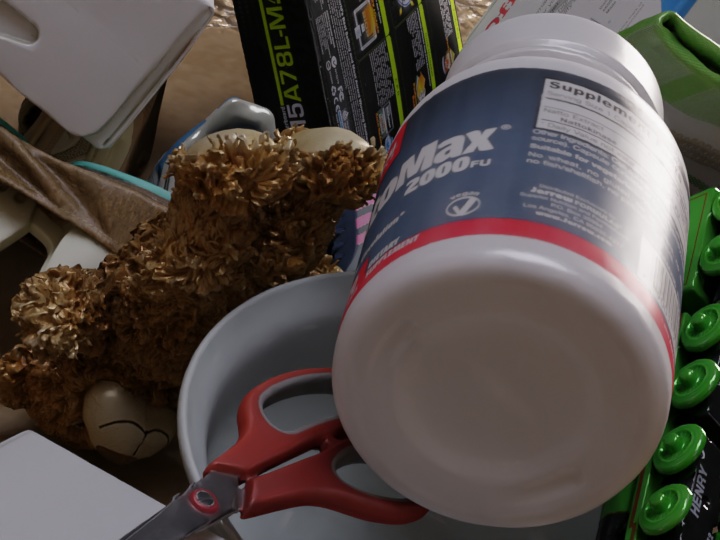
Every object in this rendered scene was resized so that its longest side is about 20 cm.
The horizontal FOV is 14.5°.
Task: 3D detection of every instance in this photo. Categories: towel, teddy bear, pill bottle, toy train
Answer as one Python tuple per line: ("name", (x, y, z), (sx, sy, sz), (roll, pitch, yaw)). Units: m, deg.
("towel", (0.137, -0.046, 1.304), (0.149, 0.200, 0.031), (30, 66, -17))
("teddy bear", (-0.066, 0.012, 1.124), (0.067, 0.200, 0.145), (57, 21, 20))
("pill bottle", (0.061, -0.009, 1.055), (0.120, 0.120, 0.200), (14, 34, 0))
("toy train", (0.123, 0.042, 1.065), (0.042, 0.056, 0.200), (46, 42, -27))

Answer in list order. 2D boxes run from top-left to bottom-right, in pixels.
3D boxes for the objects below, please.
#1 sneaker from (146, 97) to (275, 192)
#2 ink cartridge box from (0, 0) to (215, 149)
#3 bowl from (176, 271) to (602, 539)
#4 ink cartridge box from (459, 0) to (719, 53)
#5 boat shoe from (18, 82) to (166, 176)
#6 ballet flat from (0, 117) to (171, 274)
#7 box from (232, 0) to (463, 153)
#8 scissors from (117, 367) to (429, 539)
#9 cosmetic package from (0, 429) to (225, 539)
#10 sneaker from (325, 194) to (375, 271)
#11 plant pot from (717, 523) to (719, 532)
("sneaker", (-0.073, -0.015, 1.289), (0.072, 0.073, 0.200), (14, 30, -4))
("ink cartridge box", (-0.142, -0.151, 1.256), (0.145, 0.083, 0.200), (39, 12, -15))
("bowl", (0.019, 0.100, 1.082), (0.201, 0.090, 0.201), (12, 42, -11))
("ink cartridge box", (0.148, -0.124, 1.448), (0.084, 0.145, 0.200), (35, 5, -23))
("boat shoe", (-0.132, -0.078, 1.375), (0.064, 0.071, 0.200), (15, 30, 0))
("ballet flat", (-0.143, -0.023, 1.195), (0.200, 0.068, 0.072), (30, 65, -4))
("box", (-0.009, -0.156, 1.440), (0.047, 0.200, 0.193), (-3, 23, 21))
("scissors", (-0.052, 0.074, 0.979), (0.200, 0.014, 0.073), (-12, 54, -44))
("cosmetic package", (-0.065, 0.149, 0.966), (0.200, 0.101, 0.071), (27, 30, 22))
("sneaker", (0.000, 0.000, 1.297), (0.082, 0.070, 0.200), (26, 22, 9))
("plant pot", (0.234, 0.108, 1.117), (0.200, 0.200, 0.175), (-3, 13, -28))
